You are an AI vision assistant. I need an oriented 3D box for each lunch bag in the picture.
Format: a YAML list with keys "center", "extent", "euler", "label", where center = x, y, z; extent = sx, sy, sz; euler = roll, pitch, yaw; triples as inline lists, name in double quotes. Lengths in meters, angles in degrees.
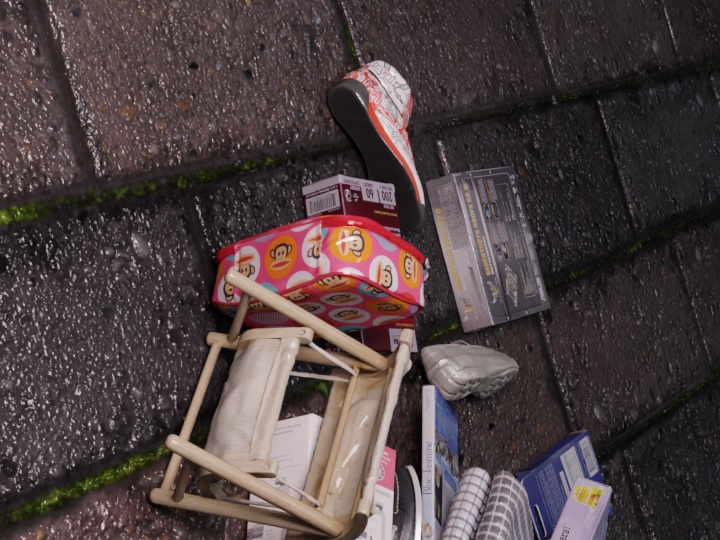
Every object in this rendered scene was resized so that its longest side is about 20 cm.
- center: [-0.033, 0.018, 1.487]
  extent: [0.176, 0.199, 0.083]
  euler: [28, 56, -47]
  label: "lunch bag"

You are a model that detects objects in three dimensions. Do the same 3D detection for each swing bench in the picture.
- center: [-0.070, 0.139, 1.375]
  extent: [0.198, 0.130, 0.200]
  euler: [19, 54, -3]
  label: "swing bench"

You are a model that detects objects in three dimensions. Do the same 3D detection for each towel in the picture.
- center: [0.141, 0.343, 1.632]
  extent: [0.201, 0.085, 0.166]
  euler: [77, 25, -44]
  label: "towel"

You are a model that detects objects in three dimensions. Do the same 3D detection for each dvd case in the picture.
- center: [0.092, 0.247, 1.673]
  extent: [0.143, 0.017, 0.202]
  euler: [57, 31, -63]
  label: "dvd case"

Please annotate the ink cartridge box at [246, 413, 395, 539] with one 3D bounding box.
- center: [-0.039, 0.266, 1.480]
  extent: [0.146, 0.082, 0.202]
  euler: [30, 54, -44]
  label: "ink cartridge box"

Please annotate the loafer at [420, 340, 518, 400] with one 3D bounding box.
- center: [0.135, 0.115, 1.783]
  extent: [0.070, 0.070, 0.200]
  euler: [53, 18, 20]
  label: "loafer"

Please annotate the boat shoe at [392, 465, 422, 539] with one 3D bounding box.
- center: [0.034, 0.301, 1.579]
  extent: [0.060, 0.076, 0.201]
  euler: [5, 49, -8]
  label: "boat shoe"

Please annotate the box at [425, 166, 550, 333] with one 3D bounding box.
- center: [0.168, -0.030, 1.900]
  extent: [0.158, 0.048, 0.202]
  euler: [-12, 87, -53]
  label: "box"

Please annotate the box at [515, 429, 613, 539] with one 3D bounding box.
- center: [0.262, 0.298, 1.911]
  extent: [0.199, 0.032, 0.122]
  euler: [-22, 95, -55]
  label: "box"

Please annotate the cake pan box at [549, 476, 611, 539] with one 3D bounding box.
- center: [0.247, 0.379, 1.756]
  extent: [0.185, 0.052, 0.201]
  euler: [-56, 155, -37]
  label: "cake pan box"

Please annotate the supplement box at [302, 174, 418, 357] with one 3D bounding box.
- center: [0.000, 0.000, 1.655]
  extent: [0.108, 0.060, 0.202]
  euler: [5, 74, -53]
  label: "supplement box"

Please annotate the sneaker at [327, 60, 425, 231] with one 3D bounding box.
- center: [0.043, -0.156, 1.766]
  extent: [0.108, 0.067, 0.203]
  euler: [-44, 110, -48]
  label: "sneaker"
